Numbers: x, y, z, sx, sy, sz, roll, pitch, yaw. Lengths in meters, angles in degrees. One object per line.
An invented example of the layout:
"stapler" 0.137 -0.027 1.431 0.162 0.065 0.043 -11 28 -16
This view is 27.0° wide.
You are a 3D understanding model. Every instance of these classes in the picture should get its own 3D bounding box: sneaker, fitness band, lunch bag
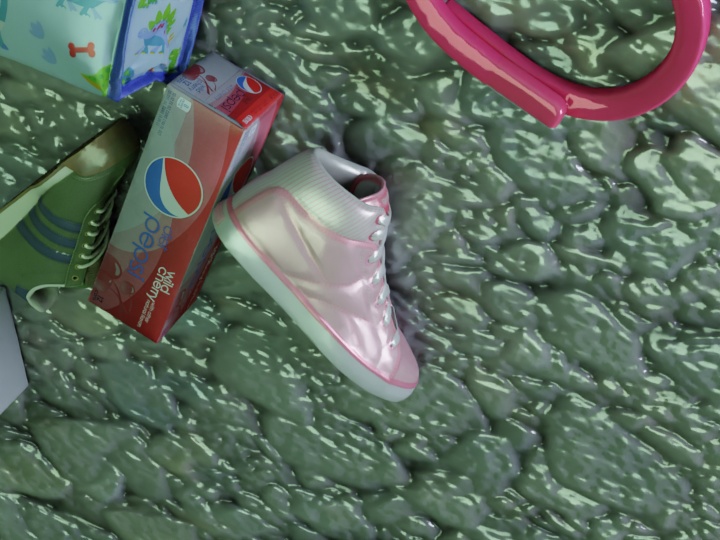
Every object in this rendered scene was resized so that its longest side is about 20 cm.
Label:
"sneaker" 0.000 0.000 1.027 0.104 0.076 0.200 -38 115 13
"fitness band" 0.116 -0.172 0.905 0.199 0.037 0.144 36 123 0
"lunch bag" -0.184 -0.231 0.953 0.169 0.127 0.202 22 111 13
"sneaker" -0.208 -0.033 1.106 0.199 0.067 0.090 -29 103 40

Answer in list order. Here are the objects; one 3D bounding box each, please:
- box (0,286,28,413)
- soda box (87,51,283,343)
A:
"box" -0.370 0.096 1.166 0.123 0.200 0.098 5 120 21
"soda box" -0.125 -0.049 1.056 0.063 0.070 0.201 30 125 5
